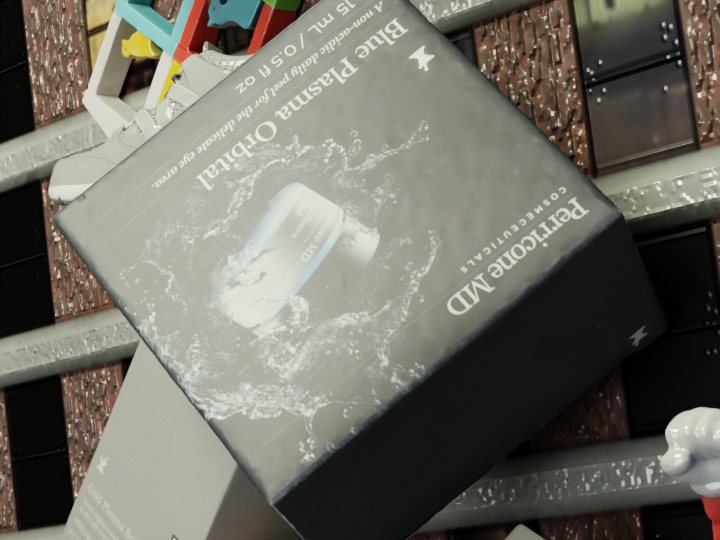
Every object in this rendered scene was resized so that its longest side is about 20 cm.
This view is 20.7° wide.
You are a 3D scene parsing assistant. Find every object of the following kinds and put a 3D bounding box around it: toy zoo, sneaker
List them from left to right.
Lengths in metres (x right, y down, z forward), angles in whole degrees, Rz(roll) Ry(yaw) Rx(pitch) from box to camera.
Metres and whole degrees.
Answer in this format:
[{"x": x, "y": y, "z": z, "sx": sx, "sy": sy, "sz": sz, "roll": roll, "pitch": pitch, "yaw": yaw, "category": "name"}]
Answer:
[{"x": -0.099, "y": -0.129, "z": 1.138, "sx": 0.131, "sy": 0.020, "sz": 0.201, "roll": 38, "pitch": 115, "yaw": 38, "category": "toy zoo"}, {"x": -0.083, "y": -0.081, "z": 1.075, "sx": 0.199, "sy": 0.075, "sz": 0.082, "roll": -16, "pitch": 77, "yaw": 21, "category": "sneaker"}]

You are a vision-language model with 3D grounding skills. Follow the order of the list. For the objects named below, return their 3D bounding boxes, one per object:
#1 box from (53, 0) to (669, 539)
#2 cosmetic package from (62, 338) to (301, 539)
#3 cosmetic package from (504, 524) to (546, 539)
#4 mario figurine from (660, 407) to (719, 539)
[{"x": 0.000, "y": 0.000, "z": 0.913, "sx": 0.196, "sy": 0.118, "sz": 0.200, "roll": -39, "pitch": 58, "yaw": -4, "category": "box"}, {"x": -0.075, "y": 0.093, "z": 1.068, "sx": 0.107, "sy": 0.090, "sz": 0.201, "roll": 40, "pitch": 120, "yaw": 37, "category": "cosmetic package"}, {"x": 0.038, "y": 0.221, "z": 0.860, "sx": 0.073, "sy": 0.200, "sz": 0.104, "roll": 29, "pitch": 152, "yaw": 31, "category": "cosmetic package"}, {"x": 0.169, "y": 0.129, "z": 0.806, "sx": 0.201, "sy": 0.106, "sz": 0.124, "roll": -62, "pitch": 16, "yaw": 13, "category": "mario figurine"}]
